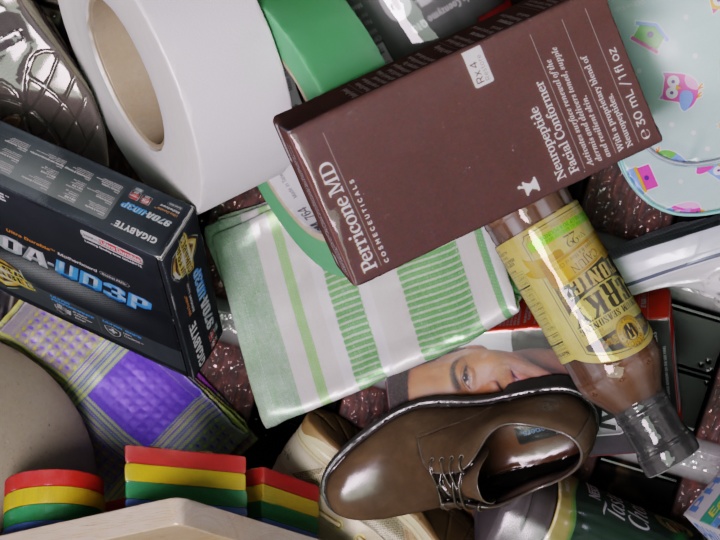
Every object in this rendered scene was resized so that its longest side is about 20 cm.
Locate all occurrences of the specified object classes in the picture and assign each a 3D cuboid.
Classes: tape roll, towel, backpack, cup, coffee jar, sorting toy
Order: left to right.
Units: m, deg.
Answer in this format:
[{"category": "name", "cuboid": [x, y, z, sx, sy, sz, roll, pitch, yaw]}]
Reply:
[{"category": "cup", "cuboid": [-0.306, 0.163, 1.416, 0.199, 0.143, 0.202, 6, 116, 13]}, {"category": "towel", "cuboid": [-0.189, 0.097, 1.455, 0.200, 0.023, 0.144, 45, 108, -7]}, {"category": "sorting toy", "cuboid": [-0.139, 0.173, 1.355, 0.199, 0.198, 0.070, -15, 66, 30]}, {"category": "tape roll", "cuboid": [-0.121, -0.139, 1.271, 0.070, 0.202, 0.204, -26, 105, -18]}, {"category": "tape roll", "cuboid": [-0.031, -0.096, 1.270, 0.048, 0.200, 0.202, -26, 105, -18]}, {"category": "towel", "cuboid": [0.000, 0.000, 1.358, 0.199, 0.023, 0.154, -23, 73, 16]}, {"category": "coffee jar", "cuboid": [0.173, 0.202, 1.384, 0.199, 0.104, 0.086, 23, 104, -6]}, {"category": "backpack", "cuboid": [0.222, -0.136, 1.251, 0.175, 0.154, 0.201, -19, 112, 9]}]

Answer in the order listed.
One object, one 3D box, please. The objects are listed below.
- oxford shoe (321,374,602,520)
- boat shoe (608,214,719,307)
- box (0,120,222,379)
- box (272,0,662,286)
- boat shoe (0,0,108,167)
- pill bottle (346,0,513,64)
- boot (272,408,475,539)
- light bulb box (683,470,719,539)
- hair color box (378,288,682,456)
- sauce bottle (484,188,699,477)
[{"category": "oxford shoe", "cuboid": [0.061, 0.127, 1.331, 0.199, 0.085, 0.073, -21, 108, 17]}, {"category": "boat shoe", "cuboid": [0.252, -0.005, 1.324, 0.199, 0.074, 0.067, -17, 96, 13]}, {"category": "box", "cuboid": [-0.192, -0.020, 1.329, 0.199, 0.046, 0.159, 24, 153, 16]}, {"category": "box", "cuboid": [0.060, -0.082, 1.147, 0.199, 0.075, 0.101, -26, 103, -2]}, {"category": "boat shoe", "cuboid": [-0.223, -0.140, 1.355, 0.074, 0.073, 0.201, -21, 108, 9]}, {"category": "pill bottle", "cuboid": [0.040, -0.156, 1.277, 0.113, 0.114, 0.201, -30, 96, 17]}, {"category": "boot", "cuboid": [-0.003, 0.218, 1.437, 0.200, 0.073, 0.156, 40, 108, 1]}, {"category": "light bulb box", "cuboid": [0.358, 0.159, 1.305, 0.200, 0.125, 0.198, 42, 84, -7]}, {"category": "hair color box", "cuboid": [0.119, 0.075, 1.380, 0.198, 0.061, 0.102, -5, 108, 11]}, {"category": "sauce bottle", "cuboid": [0.154, 0.038, 1.298, 0.064, 0.065, 0.201, -32, 89, 17]}]
